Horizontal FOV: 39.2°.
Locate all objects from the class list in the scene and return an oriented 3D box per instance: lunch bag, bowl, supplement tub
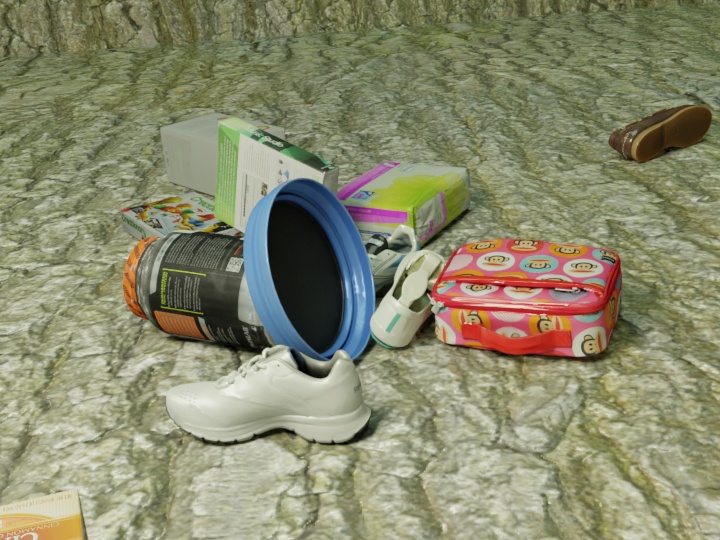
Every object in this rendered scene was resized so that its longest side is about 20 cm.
[{"bbox_3d":[0.179,0.035,1.106,0.198,0.083,0.176,3,28,22],"label":"lunch bag"},{"bbox_3d":[-0.053,0.003,1.076,0.039,0.202,0.201,-16,15,30],"label":"bowl"},{"bbox_3d":[-0.162,0.020,1.146,0.198,0.124,0.122,8,25,26],"label":"supplement tub"}]

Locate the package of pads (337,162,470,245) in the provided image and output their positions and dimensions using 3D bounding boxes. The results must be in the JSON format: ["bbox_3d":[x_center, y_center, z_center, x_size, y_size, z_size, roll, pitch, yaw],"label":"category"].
[{"bbox_3d":[0.059,-0.099,1.456,0.153,0.069,0.200,8,26,28],"label":"package of pads"}]

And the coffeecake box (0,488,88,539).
[{"bbox_3d":[-0.256,0.248,0.684,0.152,0.074,0.200,-10,24,-15],"label":"coffeecake box"}]

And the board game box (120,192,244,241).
[{"bbox_3d":[-0.255,-0.064,1.479,0.125,0.035,0.199,-18,26,-30],"label":"board game box"}]

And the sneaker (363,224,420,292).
[{"bbox_3d":[0.000,0.000,1.229,0.071,0.073,0.199,16,31,37],"label":"sneaker"}]

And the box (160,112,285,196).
[{"bbox_3d":[-0.229,-0.194,1.704,0.124,0.099,0.199,-22,27,-36],"label":"box"}]

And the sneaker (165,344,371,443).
[{"bbox_3d":[-0.090,0.111,0.960,0.197,0.088,0.075,-3,24,6],"label":"sneaker"}]

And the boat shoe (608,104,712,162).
[{"bbox_3d":[0.502,-0.238,1.695,0.198,0.071,0.070,-18,30,-29],"label":"boat shoe"}]

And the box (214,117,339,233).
[{"bbox_3d":[-0.116,-0.104,1.354,0.199,0.146,0.036,28,35,31],"label":"box"}]

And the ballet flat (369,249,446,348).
[{"bbox_3d":[0.068,0.017,1.161,0.069,0.070,0.200,4,28,20],"label":"ballet flat"}]
